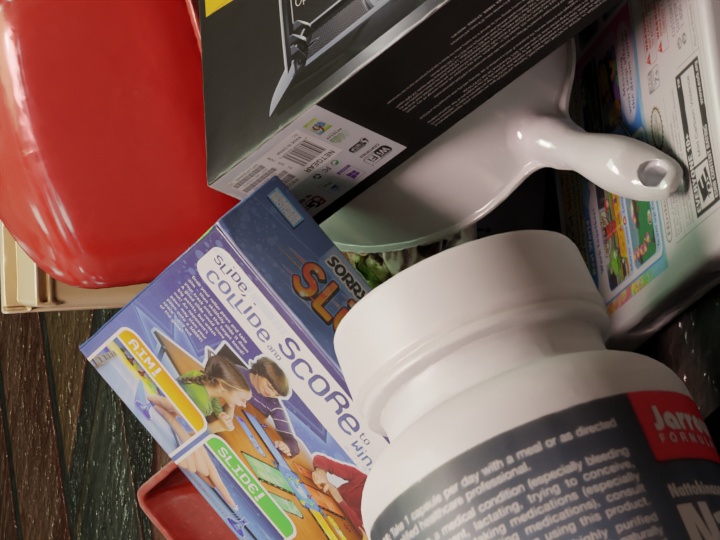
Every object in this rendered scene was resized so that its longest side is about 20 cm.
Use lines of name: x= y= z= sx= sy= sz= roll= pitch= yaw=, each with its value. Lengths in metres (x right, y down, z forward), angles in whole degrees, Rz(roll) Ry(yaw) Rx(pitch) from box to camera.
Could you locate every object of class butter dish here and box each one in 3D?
butter dish: x=-0.126 y=-0.068 z=1.244 sx=0.199 sy=0.148 sz=0.200 roll=-140 pitch=33 yaw=-74

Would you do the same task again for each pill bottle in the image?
pill bottle: x=0.068 y=0.094 z=0.947 sx=0.120 sy=0.119 sz=0.200 roll=114 pitch=137 yaw=-61

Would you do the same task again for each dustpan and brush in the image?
dustpan and brush: x=0.047 y=-0.057 z=1.069 sx=0.140 sy=0.057 sz=0.200 roll=-60 pitch=27 yaw=-5

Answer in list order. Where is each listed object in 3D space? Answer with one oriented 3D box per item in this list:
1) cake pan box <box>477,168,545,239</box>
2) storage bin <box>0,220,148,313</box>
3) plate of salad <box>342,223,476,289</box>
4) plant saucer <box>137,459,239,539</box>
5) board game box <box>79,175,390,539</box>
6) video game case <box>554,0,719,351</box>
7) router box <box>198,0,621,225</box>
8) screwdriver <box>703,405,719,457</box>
cake pan box: x=0.025 y=0.005 z=1.274 sx=0.184 sy=0.052 sz=0.200 roll=154 pitch=119 yaw=-71
storage bin: x=-0.071 y=-0.080 z=1.411 sx=0.094 sy=0.200 sz=0.199 roll=-176 pitch=84 yaw=-75
plate of salad: x=0.000 y=0.000 z=1.200 sx=0.200 sy=0.048 sz=0.200 roll=-175 pitch=90 yaw=-71
plant saucer: x=0.020 y=0.125 z=1.156 sx=0.200 sy=0.037 sz=0.200 roll=49 pitch=145 yaw=0
board game box: x=-0.006 y=0.074 z=1.075 sx=0.200 sy=0.034 sz=0.135 roll=50 pitch=145 yaw=-2
video game case: x=0.103 y=-0.084 z=1.068 sx=0.182 sy=0.024 sz=0.200 roll=129 pitch=137 yaw=-70
router box: x=0.021 y=-0.131 z=1.040 sx=0.200 sy=0.052 sz=0.157 roll=-35 pitch=46 yaw=38
screwdriver: x=0.115 y=0.079 z=1.021 sx=0.200 sy=0.028 sz=0.029 roll=120 pitch=174 yaw=-60
